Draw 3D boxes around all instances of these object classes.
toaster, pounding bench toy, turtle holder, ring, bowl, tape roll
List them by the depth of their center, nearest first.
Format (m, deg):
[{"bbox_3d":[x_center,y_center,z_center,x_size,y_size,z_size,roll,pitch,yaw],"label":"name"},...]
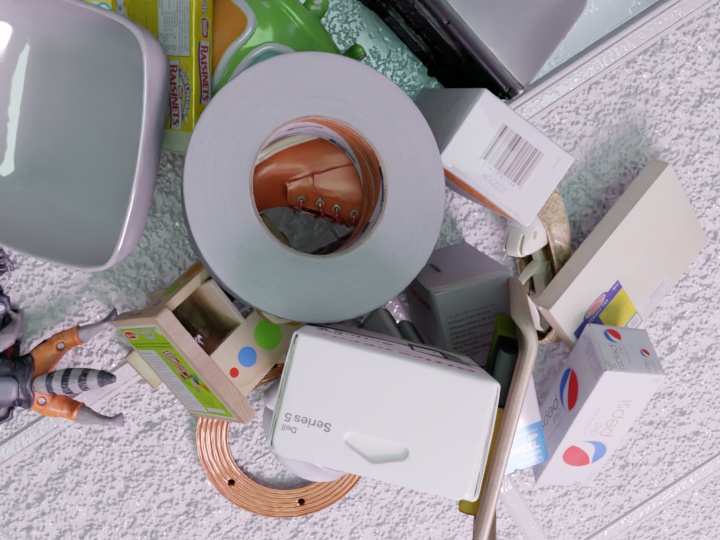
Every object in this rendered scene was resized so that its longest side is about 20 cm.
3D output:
[{"bbox_3d":[-0.038,-0.061,0.595,0.198,0.066,0.203,0,89,-16],"label":"tape roll"},{"bbox_3d":[-0.239,-0.115,0.618,0.198,0.075,0.202,18,105,18],"label":"bowl"},{"bbox_3d":[0.080,-0.255,0.683,0.200,0.181,0.119,42,92,-16],"label":"toaster"},{"bbox_3d":[-0.086,-0.185,0.700,0.141,0.186,0.132,39,86,10],"label":"turtle holder"},{"bbox_3d":[-0.141,0.044,0.755,0.156,0.199,0.125,-47,110,-29],"label":"pounding bench toy"},{"bbox_3d":[-0.080,0.178,0.843,0.198,0.019,0.203,-2,103,-8],"label":"ring"}]

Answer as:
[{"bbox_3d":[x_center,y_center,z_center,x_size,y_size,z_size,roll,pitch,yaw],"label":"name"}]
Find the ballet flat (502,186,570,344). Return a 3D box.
[{"bbox_3d":[0.186,-0.011,0.807,0.065,0.070,0.202,-26,106,-32],"label":"ballet flat"}]

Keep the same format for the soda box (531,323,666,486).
[{"bbox_3d":[0.242,0.149,0.815,0.067,0.064,0.201,5,133,-10],"label":"soda box"}]

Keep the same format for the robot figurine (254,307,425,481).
[{"bbox_3d":[-0.019,0.130,0.766,0.200,0.113,0.169,-45,134,14],"label":"robot figurine"}]

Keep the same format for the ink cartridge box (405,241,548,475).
[{"bbox_3d":[0.111,0.087,0.783,0.083,0.145,0.202,-15,105,-6],"label":"ink cartridge box"}]

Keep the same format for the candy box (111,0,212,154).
[{"bbox_3d":[-0.164,-0.201,0.630,0.101,0.026,0.202,12,106,30],"label":"candy box"}]

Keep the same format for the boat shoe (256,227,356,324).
[{"bbox_3d":[0.000,0.000,0.694,0.199,0.065,0.074,-26,105,-31],"label":"boat shoe"}]

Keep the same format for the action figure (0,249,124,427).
[{"bbox_3d":[-0.333,0.078,0.741,0.191,0.105,0.202,-3,104,-14],"label":"action figure"}]

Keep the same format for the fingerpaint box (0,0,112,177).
[{"bbox_3d":[-0.259,-0.188,0.701,0.166,0.073,0.201,-26,106,-1],"label":"fingerpaint box"}]

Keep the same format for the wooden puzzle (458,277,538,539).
[{"bbox_3d":[0.109,0.115,0.624,0.037,0.185,0.202,9,99,8],"label":"wooden puzzle"}]

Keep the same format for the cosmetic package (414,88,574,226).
[{"bbox_3d":[0.101,-0.111,0.706,0.101,0.200,0.072,33,96,-14],"label":"cosmetic package"}]

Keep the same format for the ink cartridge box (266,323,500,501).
[{"bbox_3d":[0.017,0.096,0.594,0.144,0.200,0.085,13,89,1],"label":"ink cartridge box"}]

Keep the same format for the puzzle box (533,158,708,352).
[{"bbox_3d":[0.279,0.000,0.810,0.200,0.025,0.133,-49,127,-6],"label":"puzzle box"}]

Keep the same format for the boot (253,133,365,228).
[{"bbox_3d":[-0.042,-0.071,0.662,0.199,0.075,0.108,-27,96,-5],"label":"boot"}]
